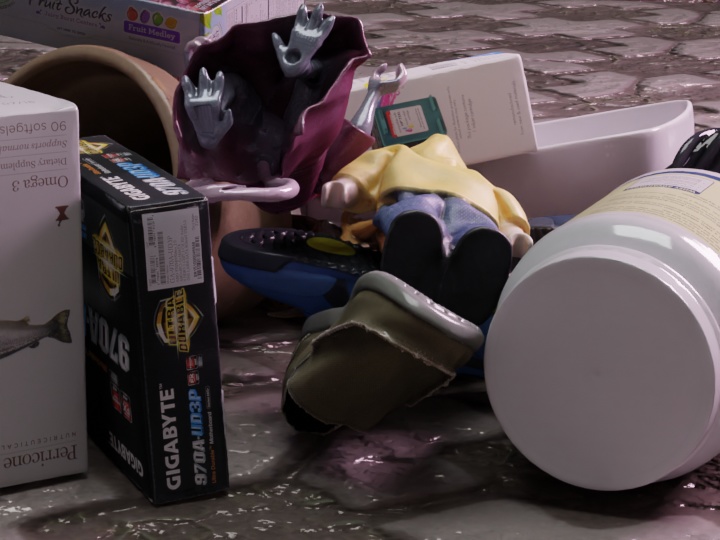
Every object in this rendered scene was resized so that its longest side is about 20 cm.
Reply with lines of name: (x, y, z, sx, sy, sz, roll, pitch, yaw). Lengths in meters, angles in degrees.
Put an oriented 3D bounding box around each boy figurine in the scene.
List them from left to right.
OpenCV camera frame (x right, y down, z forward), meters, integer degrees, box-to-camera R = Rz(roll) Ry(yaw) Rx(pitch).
boy figurine: (0.036, -0.033, 1.221, 0.124, 0.065, 0.200, 13, 16, -8)

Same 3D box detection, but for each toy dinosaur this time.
toy dinosaur: (0.000, 0.000, 1.339, 0.106, 0.061, 0.200, -35, 9, 4)

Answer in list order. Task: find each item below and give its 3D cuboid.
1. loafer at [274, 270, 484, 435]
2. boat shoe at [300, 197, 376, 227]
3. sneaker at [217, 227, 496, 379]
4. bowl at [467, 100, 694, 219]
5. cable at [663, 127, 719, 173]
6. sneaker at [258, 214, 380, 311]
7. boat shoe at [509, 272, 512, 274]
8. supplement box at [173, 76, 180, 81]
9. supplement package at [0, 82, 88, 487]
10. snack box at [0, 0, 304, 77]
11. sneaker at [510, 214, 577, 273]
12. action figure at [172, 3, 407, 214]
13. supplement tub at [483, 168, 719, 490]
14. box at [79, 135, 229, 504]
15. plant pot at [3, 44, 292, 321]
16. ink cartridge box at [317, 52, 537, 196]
loafer: (0.006, 0.055, 1.131, 0.075, 0.070, 0.200, 30, -18, -8)
boat shoe: (0.051, -0.050, 1.651, 0.200, 0.061, 0.072, -3, 14, -12)
sneaker: (0.009, 0.029, 1.239, 0.199, 0.079, 0.066, 13, 18, -13)
bowl: (0.143, -0.065, 1.522, 0.199, 0.075, 0.200, -10, 8, 18)
cable: (0.239, -0.061, 1.411, 0.199, 0.051, 0.163, -29, -9, -22)
sneaker: (0.004, 0.007, 1.455, 0.199, 0.071, 0.075, 6, -10, 32)
boat shoe: (0.080, 0.035, 1.350, 0.199, 0.057, 0.067, -14, 55, -33)
supplement box: (-0.125, -0.097, 1.525, 0.101, 0.201, 0.103, -2, 27, -10)
supplement package: (-0.221, 0.008, 1.128, 0.116, 0.201, 0.117, -9, 16, -32)
snack box: (-0.156, -0.190, 1.423, 0.199, 0.053, 0.142, 15, 29, 22)
sneaker: (0.188, -0.008, 1.304, 0.199, 0.070, 0.082, 10, 36, 31)
action figure: (-0.040, -0.073, 1.236, 0.133, 0.150, 0.200, 0, -20, 2)
supplement tub: (0.157, 0.030, 1.148, 0.144, 0.146, 0.200, 6, 15, 22)
box: (-0.128, 0.020, 1.165, 0.046, 0.160, 0.200, -9, 16, -21)
plant pot: (-0.136, -0.033, 1.382, 0.200, 0.201, 0.174, 10, -1, 37)
ink cartridge box: (0.009, -0.095, 1.419, 0.199, 0.068, 0.116, -12, 7, -3)
